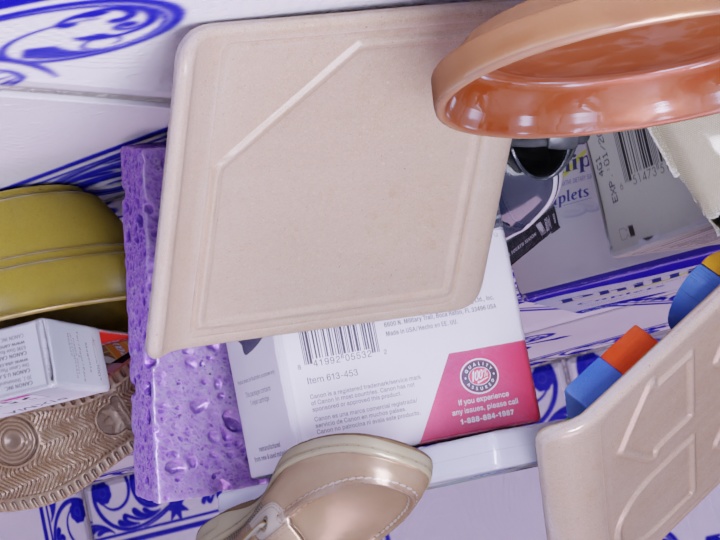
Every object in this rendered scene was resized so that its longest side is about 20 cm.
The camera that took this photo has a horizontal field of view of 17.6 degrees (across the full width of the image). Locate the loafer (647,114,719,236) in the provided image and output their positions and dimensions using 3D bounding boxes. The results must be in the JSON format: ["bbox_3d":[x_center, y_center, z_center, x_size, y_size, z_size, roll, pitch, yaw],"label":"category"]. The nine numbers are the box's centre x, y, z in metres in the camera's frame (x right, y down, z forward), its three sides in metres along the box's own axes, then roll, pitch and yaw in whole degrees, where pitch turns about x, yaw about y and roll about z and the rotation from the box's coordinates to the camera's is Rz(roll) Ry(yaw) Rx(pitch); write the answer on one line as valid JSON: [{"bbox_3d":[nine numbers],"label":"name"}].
[{"bbox_3d":[0.195,-0.070,1.216,0.076,0.068,0.200,-31,128,11],"label":"loafer"}]

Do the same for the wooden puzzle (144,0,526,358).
[{"bbox_3d":[-0.012,-0.050,1.147,0.200,0.037,0.185,-11,130,-27],"label":"wooden puzzle"}]

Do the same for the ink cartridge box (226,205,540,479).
[{"bbox_3d":[0.000,0.000,1.261,0.145,0.200,0.084,-9,175,-24],"label":"ink cartridge box"}]

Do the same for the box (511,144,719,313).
[{"bbox_3d":[0.207,-0.042,1.648,0.184,0.105,0.200,-15,172,16],"label":"box"}]

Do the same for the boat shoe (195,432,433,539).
[{"bbox_3d":[-0.026,0.142,1.193,0.071,0.065,0.200,22,146,-20],"label":"boat shoe"}]

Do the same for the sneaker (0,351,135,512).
[{"bbox_3d":[-0.167,0.092,1.481,0.200,0.070,0.109,-26,-177,1],"label":"sneaker"}]

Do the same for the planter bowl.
[{"bbox_3d":[-0.200,0.000,1.373,0.200,0.084,0.200,-12,173,-1],"label":"planter bowl"}]

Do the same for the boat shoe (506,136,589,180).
[{"bbox_3d":[0.088,-0.080,1.319,0.072,0.068,0.200,-13,174,-10],"label":"boat shoe"}]

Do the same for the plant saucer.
[{"bbox_3d":[0.130,-0.099,1.032,0.200,0.032,0.200,-8,171,-1],"label":"plant saucer"}]

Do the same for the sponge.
[{"bbox_3d":[-0.078,0.024,1.313,0.111,0.200,0.030,-6,-172,-35],"label":"sponge"}]

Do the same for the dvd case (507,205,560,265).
[{"bbox_3d":[0.019,-0.003,1.515,0.146,0.022,0.200,6,-152,34],"label":"dvd case"}]

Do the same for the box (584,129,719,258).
[{"bbox_3d":[0.251,-0.082,1.401,0.200,0.109,0.128,-8,171,-34],"label":"box"}]

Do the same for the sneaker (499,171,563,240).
[{"bbox_3d":[0.027,-0.034,1.459,0.200,0.079,0.079,-14,-166,20],"label":"sneaker"}]

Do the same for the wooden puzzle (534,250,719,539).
[{"bbox_3d":[0.170,0.068,1.237,0.200,0.046,0.185,-37,148,-16],"label":"wooden puzzle"}]

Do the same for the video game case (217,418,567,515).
[{"bbox_3d":[0.050,0.108,1.296,0.182,0.022,0.200,-16,173,33],"label":"video game case"}]

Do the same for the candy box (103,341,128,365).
[{"bbox_3d":[-0.212,0.049,1.574,0.055,0.115,0.200,-51,156,20],"label":"candy box"}]

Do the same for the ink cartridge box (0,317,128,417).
[{"bbox_3d":[-0.244,0.074,1.377,0.200,0.044,0.174,-14,171,12],"label":"ink cartridge box"}]
